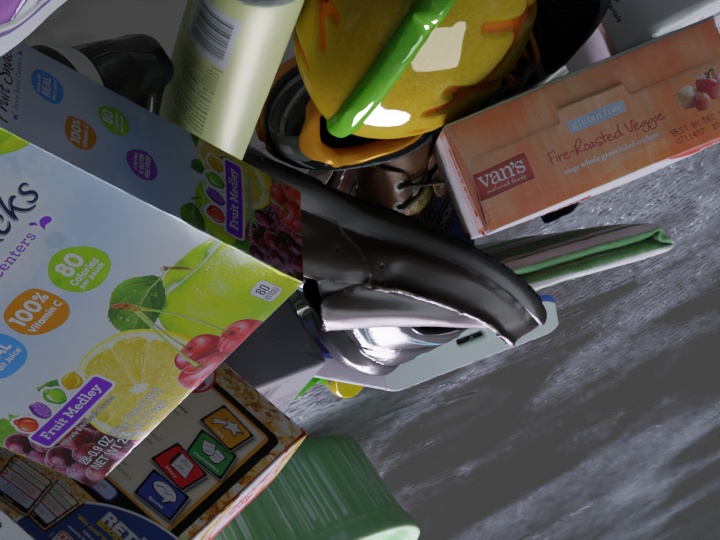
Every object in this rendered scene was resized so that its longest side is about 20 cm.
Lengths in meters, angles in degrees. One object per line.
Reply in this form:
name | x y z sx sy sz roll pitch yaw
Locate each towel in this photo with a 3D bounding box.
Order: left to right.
towel | 0.069 0.001 1.511 0.152 0.023 0.200 -17 -174 -41

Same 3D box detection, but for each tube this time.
tube | -0.069 -0.088 1.207 0.200 0.052 0.058 116 -1 -55

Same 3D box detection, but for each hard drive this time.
hard drive | 0.009 0.035 1.574 0.132 0.025 0.200 -19 -165 -32

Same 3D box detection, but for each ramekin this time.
ramekin | -0.061 0.216 2.043 0.200 0.098 0.200 -28 163 -9

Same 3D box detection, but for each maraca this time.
maraca | 0.032 -0.130 1.154 0.137 0.107 0.200 -65 -172 -25

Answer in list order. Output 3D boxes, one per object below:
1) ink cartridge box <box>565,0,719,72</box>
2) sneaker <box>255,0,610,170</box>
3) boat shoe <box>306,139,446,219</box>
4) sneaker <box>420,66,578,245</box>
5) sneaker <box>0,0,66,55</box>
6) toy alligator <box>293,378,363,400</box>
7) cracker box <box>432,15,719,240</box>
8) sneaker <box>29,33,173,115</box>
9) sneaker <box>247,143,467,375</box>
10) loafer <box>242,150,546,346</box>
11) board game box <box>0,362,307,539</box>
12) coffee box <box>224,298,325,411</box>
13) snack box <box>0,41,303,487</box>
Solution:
ink cartridge box | 0.207 -0.170 1.394 0.200 0.084 0.144 -27 163 -4
sneaker | 0.043 -0.103 1.285 0.200 0.078 0.077 -30 -163 0
boat shoe | 0.023 -0.063 1.422 0.072 0.068 0.200 -23 162 -21
sneaker | 0.116 -0.074 1.519 0.200 0.085 0.077 -31 164 0
sneaker | -0.119 -0.151 0.944 0.200 0.073 0.114 -33 163 -28
toy alligator | 0.013 0.041 1.743 0.200 0.059 0.054 -18 119 -35
cracker box | 0.107 -0.064 1.229 0.134 0.058 0.200 -22 179 0
sneaker | -0.127 -0.031 1.210 0.090 0.066 0.200 -28 144 -41
sneaker | -0.015 -0.014 1.380 0.079 0.076 0.200 -11 144 38
loafer | 0.000 0.000 1.314 0.073 0.200 0.072 -141 -106 -79
board game box | -0.137 0.090 1.292 0.046 0.151 0.200 -54 172 35
coffee box | -0.116 0.064 1.483 0.080 0.115 0.200 -20 162 -36
snack box | -0.153 -0.007 1.112 0.200 0.068 0.169 28 126 -26
